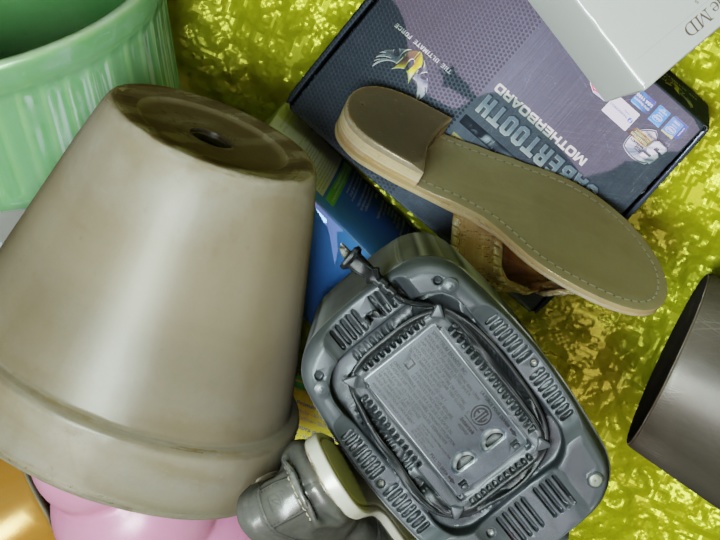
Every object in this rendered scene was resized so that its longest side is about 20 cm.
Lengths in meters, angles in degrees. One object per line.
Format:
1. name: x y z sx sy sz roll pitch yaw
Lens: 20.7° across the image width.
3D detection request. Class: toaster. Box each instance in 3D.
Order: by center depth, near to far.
1. toaster: 0.042 0.061 1.053 0.113 0.129 0.200 -39 99 6

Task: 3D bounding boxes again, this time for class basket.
1. basket: 0.268 0.096 1.151 0.199 0.136 0.182 25 109 5

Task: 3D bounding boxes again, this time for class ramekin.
1. ramekin: -0.198 -0.118 1.124 0.198 0.201 0.098 -4 124 12

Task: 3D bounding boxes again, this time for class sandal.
1. sandal: 0.073 -0.023 1.129 0.211 0.078 0.070 32 134 5

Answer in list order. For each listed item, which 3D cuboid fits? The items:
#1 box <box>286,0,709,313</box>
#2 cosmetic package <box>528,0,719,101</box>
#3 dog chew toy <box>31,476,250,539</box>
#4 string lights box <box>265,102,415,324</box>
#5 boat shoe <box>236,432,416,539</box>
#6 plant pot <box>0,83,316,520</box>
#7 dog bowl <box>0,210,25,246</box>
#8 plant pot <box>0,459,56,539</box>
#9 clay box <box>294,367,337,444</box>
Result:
1. box: 0.080 -0.096 1.154 0.200 0.051 0.158 40 113 -6
2. cosmetic package: 0.121 -0.203 1.062 0.107 0.085 0.200 -40 94 -6
3. dog chew toy: -0.129 0.145 1.186 0.124 0.125 0.201 -19 130 17
4. string lights box: 0.000 0.000 1.170 0.059 0.103 0.200 -42 98 18
5. boat shoe: -0.018 0.129 1.056 0.057 0.200 0.067 -29 72 5
6. plant pot: -0.104 0.005 1.034 0.199 0.200 0.175 24 108 1
7. dog bowl: -0.244 0.005 1.218 0.198 0.059 0.202 -1 87 15
8. plant pot: -0.269 0.186 1.267 0.182 0.200 0.201 -30 103 4
9. clay box: -0.063 0.076 1.203 0.198 0.115 0.048 18 87 8
